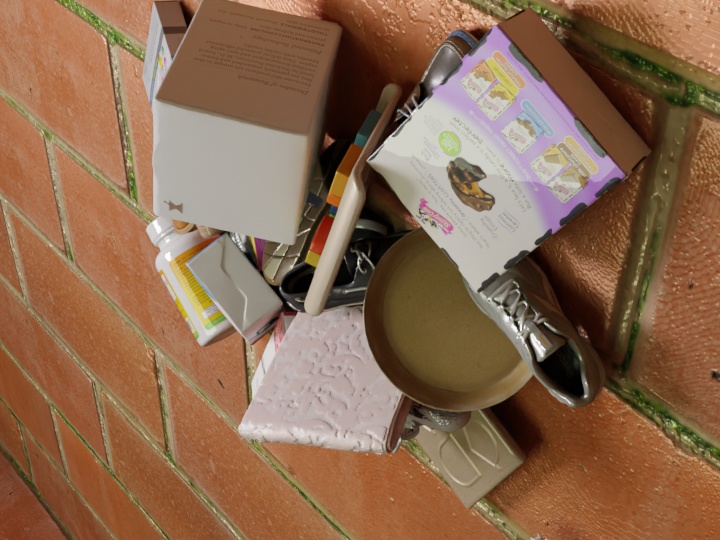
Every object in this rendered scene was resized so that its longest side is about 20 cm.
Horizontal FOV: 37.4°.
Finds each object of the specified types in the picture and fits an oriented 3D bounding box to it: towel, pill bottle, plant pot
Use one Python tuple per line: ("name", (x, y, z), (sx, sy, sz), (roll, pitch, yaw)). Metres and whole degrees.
("towel", (-0.021, 0.119, 1.208), (0.199, 0.192, 0.032), (-1, 138, 33))
("pill bottle", (-0.243, 0.004, 1.624), (0.201, 0.111, 0.111), (60, 149, 5))
("plant pot", (0.102, 0.047, 1.119), (0.201, 0.199, 0.027), (61, -169, 3))

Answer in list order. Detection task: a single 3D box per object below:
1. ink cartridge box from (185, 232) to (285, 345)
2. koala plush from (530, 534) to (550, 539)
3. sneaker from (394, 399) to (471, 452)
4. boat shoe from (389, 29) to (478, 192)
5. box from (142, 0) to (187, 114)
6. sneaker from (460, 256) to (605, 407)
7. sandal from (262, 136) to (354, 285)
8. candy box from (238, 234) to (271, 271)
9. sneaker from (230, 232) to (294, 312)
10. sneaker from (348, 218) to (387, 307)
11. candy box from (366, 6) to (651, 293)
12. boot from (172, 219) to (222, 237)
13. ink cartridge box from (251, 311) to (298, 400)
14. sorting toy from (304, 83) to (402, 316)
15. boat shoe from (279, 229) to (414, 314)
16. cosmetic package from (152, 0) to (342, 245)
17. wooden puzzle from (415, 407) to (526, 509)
("ink cartridge box", (-0.158, 0.030, 1.395), (0.116, 0.067, 0.200), (51, 173, 5))
("koala plush", (0.255, 0.392, 1.174), (0.178, 0.183, 0.200), (56, 172, -13))
("sneaker", (0.068, 0.161, 1.236), (0.200, 0.075, 0.116), (29, 141, 53))
("boat shoe", (0.075, -0.148, 1.074), (0.072, 0.072, 0.201), (44, 144, 28))
("box", (-0.253, -0.242, 1.460), (0.156, 0.041, 0.201), (117, 138, -54))
("sneaker", (0.171, 0.050, 1.045), (0.200, 0.076, 0.092), (49, -171, 5))
("sandal", (-0.049, -0.064, 1.272), (0.201, 0.054, 0.080), (-58, 36, 7))
("candy box", (-0.140, -0.106, 1.374), (0.200, 0.061, 0.137), (-128, 26, -56))
("sneaker", (-0.103, 0.001, 1.461), (0.201, 0.066, 0.090), (58, 145, -3))
("sneaker", (-0.041, 0.005, 1.327), (0.200, 0.070, 0.100), (-19, 55, 56))
("candy box", (0.128, -0.104, 0.961), (0.168, 0.071, 0.200), (50, 132, 2))
("boot", (-0.221, -0.128, 1.369), (0.200, 0.073, 0.156), (12, 124, 67))
("ink cartridge box", (-0.053, 0.137, 1.396), (0.200, 0.144, 0.085), (118, 147, -54))
("sorting toy", (-0.013, -0.078, 1.113), (0.036, 0.201, 0.186), (20, 131, -2))
("boat shoe", (0.000, 0.000, 1.207), (0.063, 0.199, 0.073), (32, -138, -64))
("cosmetic package", (-0.125, -0.167, 1.180), (0.165, 0.201, 0.168), (13, 137, 0))
("wooden puzzle", (0.117, 0.180, 1.295), (0.186, 0.046, 0.200), (53, 152, 16))
